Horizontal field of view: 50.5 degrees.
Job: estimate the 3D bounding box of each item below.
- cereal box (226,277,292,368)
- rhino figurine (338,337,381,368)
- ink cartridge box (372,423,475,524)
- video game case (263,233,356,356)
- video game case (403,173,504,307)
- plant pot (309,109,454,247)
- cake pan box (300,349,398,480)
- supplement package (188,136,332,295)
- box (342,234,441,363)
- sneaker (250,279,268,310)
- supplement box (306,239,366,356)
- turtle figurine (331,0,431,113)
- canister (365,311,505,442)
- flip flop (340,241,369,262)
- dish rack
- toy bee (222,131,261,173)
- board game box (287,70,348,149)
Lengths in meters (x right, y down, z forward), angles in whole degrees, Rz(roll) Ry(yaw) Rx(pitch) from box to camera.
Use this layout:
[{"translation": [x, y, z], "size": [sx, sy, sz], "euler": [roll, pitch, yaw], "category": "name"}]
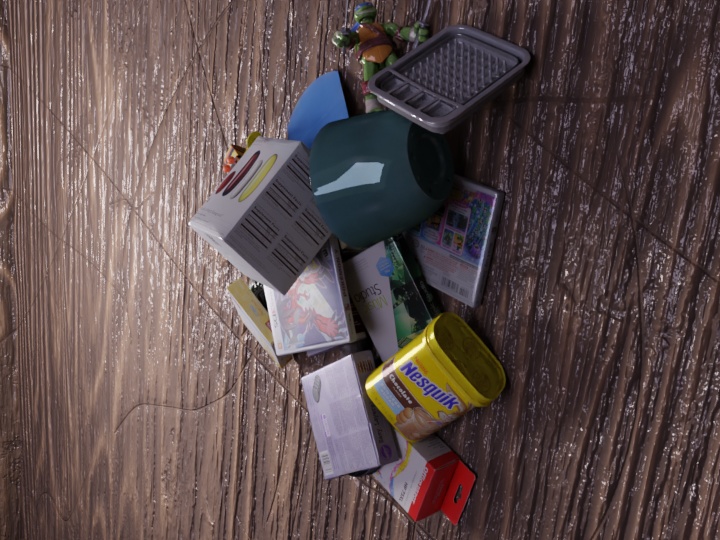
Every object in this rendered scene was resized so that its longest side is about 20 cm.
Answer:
[{"translation": [-0.198, 0.109, 1.520], "size": [0.144, 0.039, 0.201], "euler": [49, 166, 15], "category": "cereal box"}, {"translation": [-0.019, 0.103, 1.398], "size": [0.087, 0.059, 0.204], "euler": [-35, 68, 47], "category": "rhino figurine"}, {"translation": [0.093, 0.335, 1.300], "size": [0.199, 0.066, 0.118], "euler": [39, 124, 38], "category": "ink cartridge box"}, {"translation": [-0.097, 0.045, 1.324], "size": [0.198, 0.023, 0.186], "euler": [-15, 85, 44], "category": "video game case"}, {"translation": [0.133, -0.063, 1.224], "size": [0.199, 0.023, 0.186], "euler": [29, 117, 44], "category": "video game case"}, {"translation": [0.045, -0.151, 1.157], "size": [0.159, 0.199, 0.205], "euler": [-13, 87, 39], "category": "plant pot"}, {"translation": [-0.022, 0.260, 1.338], "size": [0.184, 0.051, 0.204], "euler": [-35, 66, 52], "category": "cake pan box"}, {"translation": [-0.151, -0.098, 1.277], "size": [0.201, 0.147, 0.190], "euler": [-52, 30, -11], "category": "supplement package"}, {"translation": [0.056, 0.054, 1.282], "size": [0.143, 0.036, 0.203], "euler": [-28, 89, 42], "category": "box"}, {"translation": [-0.177, 0.033, 1.489], "size": [0.201, 0.083, 0.079], "euler": [109, 176, -61], "category": "sneaker"}, {"translation": [-0.069, 0.039, 1.354], "size": [0.108, 0.060, 0.204], "euler": [-23, 80, 44], "category": "supplement box"}, {"translation": [0.035, -0.349, 1.201], "size": [0.199, 0.142, 0.198], "euler": [-18, 87, 52], "category": "turtle figurine"}, {"translation": [0.113, 0.177, 1.213], "size": [0.149, 0.086, 0.200], "euler": [48, 133, 1], "category": "canister"}, {"translation": [0.000, 0.000, 1.360], "size": [0.201, 0.057, 0.082], "euler": [56, 133, 27], "category": "flip flop"}, {"translation": [0.128, -0.271, 1.092], "size": [0.171, 0.199, 0.044], "euler": [37, 157, 39], "category": "dish rack"}, {"translation": [-0.216, -0.201, 1.439], "size": [0.198, 0.108, 0.134], "euler": [12, 84, 49], "category": "toy bee"}, {"translation": [-0.067, -0.261, 1.401], "size": [0.157, 0.039, 0.203], "euler": [-39, 48, 33], "category": "board game box"}]
